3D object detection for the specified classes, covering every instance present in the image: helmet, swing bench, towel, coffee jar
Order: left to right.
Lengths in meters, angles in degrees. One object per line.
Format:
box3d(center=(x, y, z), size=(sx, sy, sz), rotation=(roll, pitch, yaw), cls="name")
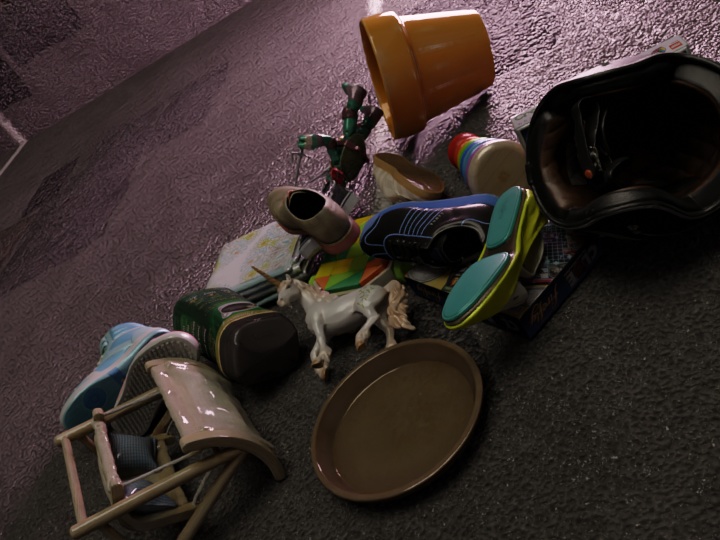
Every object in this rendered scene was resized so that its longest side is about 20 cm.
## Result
box3d(center=(-0.221, 0.209, 0.842), size=(0.200, 0.130, 0.199), rotation=(-41, 31, -10), cls="swing bench")
box3d(center=(-0.168, 0.084, 0.982), size=(0.104, 0.086, 0.200), rotation=(-12, 17, -33), cls="coffee jar")
box3d(center=(-0.153, -0.008, 1.145), size=(0.199, 0.048, 0.171), rotation=(-21, 31, 23), cls="towel")
box3d(center=(0.285, -0.122, 0.736), size=(0.190, 0.201, 0.200), rotation=(-8, 27, -16), cls="helmet")

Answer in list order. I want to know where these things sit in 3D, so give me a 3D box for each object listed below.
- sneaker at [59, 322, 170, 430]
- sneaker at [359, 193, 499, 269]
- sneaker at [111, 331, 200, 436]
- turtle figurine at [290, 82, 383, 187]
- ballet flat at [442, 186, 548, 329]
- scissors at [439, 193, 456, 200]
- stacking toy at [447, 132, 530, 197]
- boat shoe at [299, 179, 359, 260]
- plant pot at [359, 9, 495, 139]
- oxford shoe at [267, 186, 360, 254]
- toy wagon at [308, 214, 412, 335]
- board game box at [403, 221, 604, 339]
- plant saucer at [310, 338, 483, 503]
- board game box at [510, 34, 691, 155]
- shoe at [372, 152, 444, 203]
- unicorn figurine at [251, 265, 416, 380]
box3d(center=(-0.380, 0.157, 1.115), size=(0.200, 0.080, 0.130), rotation=(-42, 33, -28), cls="sneaker")
box3d(center=(0.076, -0.037, 0.872), size=(0.199, 0.070, 0.078), rotation=(-12, 34, 34), cls="sneaker")
box3d(center=(-0.273, 0.131, 1.003), size=(0.200, 0.075, 0.105), rotation=(-51, 16, 30), cls="sneaker")
box3d(center=(-0.032, -0.198, 1.216), size=(0.100, 0.150, 0.201), rotation=(20, 77, 18), cls="turtle figurine")
box3d(center=(0.150, -0.003, 0.757), size=(0.067, 0.067, 0.200), rotation=(-22, 30, 50), cls="ballet flat")
box3d(center=(0.143, -0.085, 0.994), size=(0.200, 0.014, 0.073), rotation=(4, 47, 45), cls="scissors")
box3d(center=(0.160, -0.144, 0.986), size=(0.085, 0.085, 0.200), rotation=(-34, 19, 3), cls="stacking toy")
box3d(center=(-0.059, -0.082, 1.078), size=(0.072, 0.068, 0.200), rotation=(-43, 9, 31), cls="boat shoe")
box3d(center=(0.114, -0.338, 1.205), size=(0.183, 0.201, 0.200), rotation=(-18, 33, 1), cls="plant pot")
box3d(center=(-0.076, -0.088, 0.979), size=(0.070, 0.075, 0.200), rotation=(-50, 38, -12), cls="oxford shoe")
box3d(center=(0.000, 0.000, 0.990), size=(0.155, 0.040, 0.200), rotation=(-12, 39, 34), cls="toy wagon")
box3d(center=(0.159, -0.006, 0.851), size=(0.136, 0.035, 0.200), rotation=(-46, 33, -15), cls="board game box")
box3d(center=(0.039, 0.154, 0.760), size=(0.200, 0.029, 0.200), rotation=(-26, 33, 18), cls="plant saucer")
box3d(center=(0.290, -0.165, 0.847), size=(0.199, 0.126, 0.035), rotation=(-24, 34, 18), cls="board game box")
box3d(center=(0.067, -0.124, 1.070), size=(0.070, 0.054, 0.200), rotation=(4, 21, -19), cls="shoe")
box3d(center=(-0.031, 0.057, 0.899), size=(0.199, 0.074, 0.138), rotation=(-8, 53, 7), cls="unicorn figurine")
